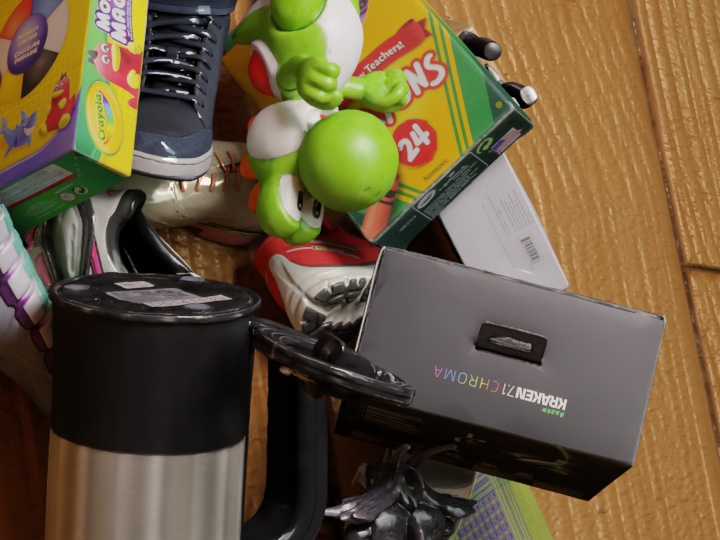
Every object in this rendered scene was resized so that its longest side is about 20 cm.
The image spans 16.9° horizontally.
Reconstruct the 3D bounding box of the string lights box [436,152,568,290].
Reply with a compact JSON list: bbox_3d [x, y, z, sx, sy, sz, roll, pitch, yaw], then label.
[{"bbox_3d":[0.088,-0.031,1.663,0.103,0.059,0.200,63,1,-5],"label":"string lights box"}]

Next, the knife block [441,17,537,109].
[{"bbox_3d":[0.068,-0.134,1.676,0.064,0.175,0.200,59,38,-15],"label":"knife block"}]

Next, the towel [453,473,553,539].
[{"bbox_3d":[0.075,0.214,1.661,0.200,0.023,0.144,-31,99,-53],"label":"towel"}]

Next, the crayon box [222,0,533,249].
[{"bbox_3d":[0.000,-0.125,1.563,0.200,0.127,0.051,50,9,22],"label":"crayon box"}]

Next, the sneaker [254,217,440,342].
[{"bbox_3d":[0.000,0.000,1.622,0.085,0.077,0.200,48,17,24],"label":"sneaker"}]

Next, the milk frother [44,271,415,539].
[{"bbox_3d":[-0.076,0.110,1.307,0.180,0.200,0.189,-1,101,-19],"label":"milk frother"}]

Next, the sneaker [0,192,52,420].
[{"bbox_3d":[-0.225,0.009,1.360,0.201,0.087,0.074,69,-9,-27],"label":"sneaker"}]

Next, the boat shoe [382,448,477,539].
[{"bbox_3d":[0.045,0.125,1.618,0.200,0.070,0.064,-69,173,-66],"label":"boat shoe"}]

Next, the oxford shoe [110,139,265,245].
[{"bbox_3d":[-0.107,-0.061,1.510,0.200,0.074,0.071,3,72,-51],"label":"oxford shoe"}]

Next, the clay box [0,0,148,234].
[{"bbox_3d":[-0.177,-0.131,1.420,0.047,0.115,0.201,25,56,-38],"label":"clay box"}]

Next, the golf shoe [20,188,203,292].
[{"bbox_3d":[-0.120,0.043,1.435,0.200,0.092,0.073,59,37,-17],"label":"golf shoe"}]

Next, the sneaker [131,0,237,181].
[{"bbox_3d":[-0.112,-0.144,1.445,0.202,0.077,0.147,-92,-167,-67],"label":"sneaker"}]

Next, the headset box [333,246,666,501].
[{"bbox_3d":[0.079,0.065,1.457,0.200,0.173,0.093,97,7,-79],"label":"headset box"}]

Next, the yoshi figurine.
[{"bbox_3d":[-0.013,-0.115,1.466,0.112,0.112,0.201,9,78,-18],"label":"yoshi figurine"}]

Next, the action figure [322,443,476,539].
[{"bbox_3d":[-0.004,0.181,1.472,0.119,0.102,0.201,-1,113,-43],"label":"action figure"}]
